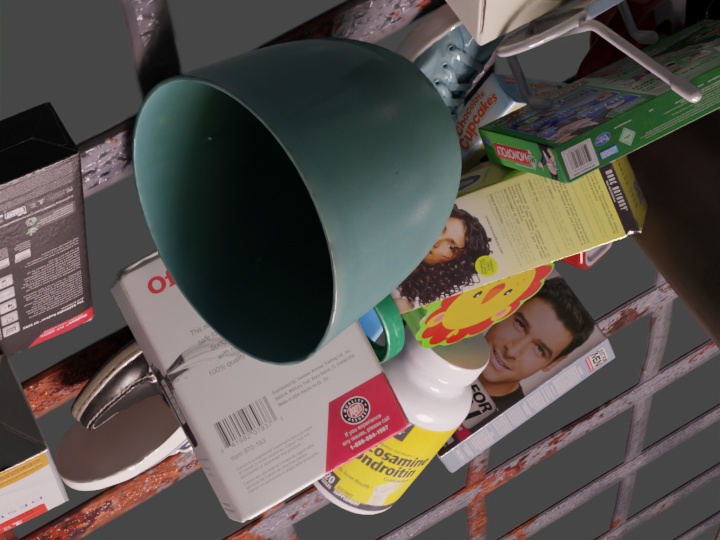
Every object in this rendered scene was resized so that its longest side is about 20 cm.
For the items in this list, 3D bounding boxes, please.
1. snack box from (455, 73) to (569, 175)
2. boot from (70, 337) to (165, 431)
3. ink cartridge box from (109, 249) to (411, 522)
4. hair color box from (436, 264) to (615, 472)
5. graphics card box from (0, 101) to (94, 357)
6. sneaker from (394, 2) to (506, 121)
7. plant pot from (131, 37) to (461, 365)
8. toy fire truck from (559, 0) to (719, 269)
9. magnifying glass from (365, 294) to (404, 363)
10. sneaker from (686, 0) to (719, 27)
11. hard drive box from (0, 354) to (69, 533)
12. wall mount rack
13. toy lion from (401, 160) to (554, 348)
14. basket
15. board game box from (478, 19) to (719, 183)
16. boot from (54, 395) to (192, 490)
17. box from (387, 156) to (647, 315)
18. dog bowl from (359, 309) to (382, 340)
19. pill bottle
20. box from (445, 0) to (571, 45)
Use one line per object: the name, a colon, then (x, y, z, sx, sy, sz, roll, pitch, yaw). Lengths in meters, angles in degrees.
snack box: (0.142, -0.104, 1.483, 0.199, 0.037, 0.116, 0, 137, -50)
boot: (-0.112, 0.102, 1.392, 0.199, 0.151, 0.073, -35, 175, -6)
ink cartridge box: (-0.076, 0.061, 1.312, 0.144, 0.202, 0.083, -28, -179, -14)
hair color box: (0.139, 0.096, 1.745, 0.199, 0.099, 0.061, -35, 153, 0)
graphics card box: (-0.243, -0.013, 1.168, 0.124, 0.051, 0.201, -25, 153, -19)
sneaker: (0.050, -0.115, 1.303, 0.200, 0.082, 0.074, -45, 154, 21)
plant pot: (-0.030, -0.063, 1.187, 0.160, 0.201, 0.201, -30, 156, -35)
toy fire truck: (0.209, -0.117, 1.377, 0.168, 0.111, 0.202, -41, 142, -34)
magnifying glass: (-0.012, 0.056, 1.388, 0.022, 0.080, 0.200, -33, 167, -24)
sneaker: (0.306, -0.255, 1.371, 0.071, 0.083, 0.201, -12, 146, -38)
hard drive box: (-0.300, 0.149, 1.284, 0.155, 0.077, 0.200, -26, 167, -11)
wall mount rack: (0.196, -0.164, 1.201, 0.199, 0.075, 0.173, -33, -164, -28)
toy lion: (0.103, -0.003, 1.493, 0.192, 0.069, 0.199, -43, 156, 26)
basket: (0.279, -0.024, 1.293, 0.179, 0.200, 0.137, 0, 124, -35)
board game box: (0.195, -0.122, 1.237, 0.198, 0.029, 0.134, -26, -164, -12)
boot: (-0.156, 0.133, 1.486, 0.199, 0.073, 0.091, -31, 148, -10)
box: (0.102, -0.036, 1.291, 0.198, 0.076, 0.050, -21, -164, 22)
dog bowl: (0.000, 0.000, 1.435, 0.112, 0.049, 0.201, -46, 162, -30)
pill bottle: (0.034, 0.126, 1.657, 0.111, 0.112, 0.201, -6, 141, -45)
box: (0.140, -0.243, 1.187, 0.198, 0.095, 0.078, -26, 154, -14)
